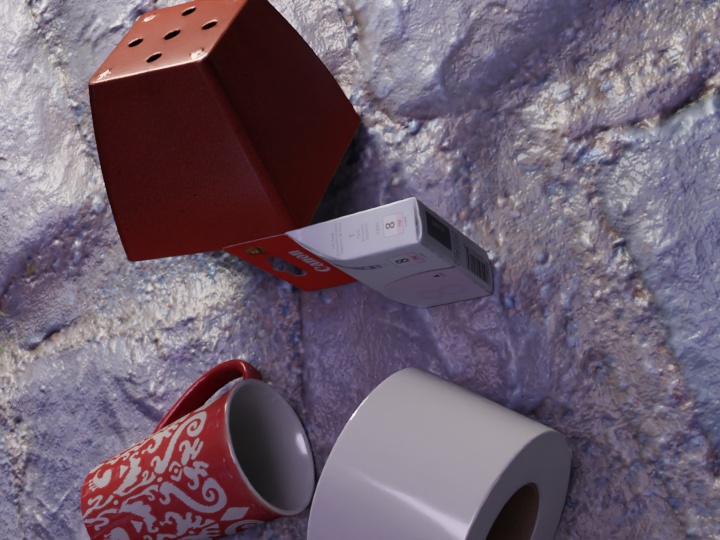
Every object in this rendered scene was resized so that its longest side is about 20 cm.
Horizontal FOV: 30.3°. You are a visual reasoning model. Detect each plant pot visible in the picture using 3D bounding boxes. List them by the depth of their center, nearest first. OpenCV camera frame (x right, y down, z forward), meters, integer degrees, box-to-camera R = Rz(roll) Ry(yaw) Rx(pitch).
[{"bbox_3d":[-0.143,-0.148,1.258,0.197,0.178,0.201,-7,37,27],"label":"plant pot"}]

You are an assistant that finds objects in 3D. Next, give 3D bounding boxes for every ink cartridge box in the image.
[{"bbox_3d":[0.000,0.000,1.209,0.198,0.162,0.058,-17,67,24],"label":"ink cartridge box"}]

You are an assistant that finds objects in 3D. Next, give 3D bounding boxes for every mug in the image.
[{"bbox_3d":[-0.155,0.195,1.292,0.199,0.178,0.134,-27,104,25],"label":"mug"}]

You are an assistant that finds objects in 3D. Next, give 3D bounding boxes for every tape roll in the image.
[{"bbox_3d":[0.067,0.199,1.107,0.138,0.202,0.205,22,90,29],"label":"tape roll"}]
